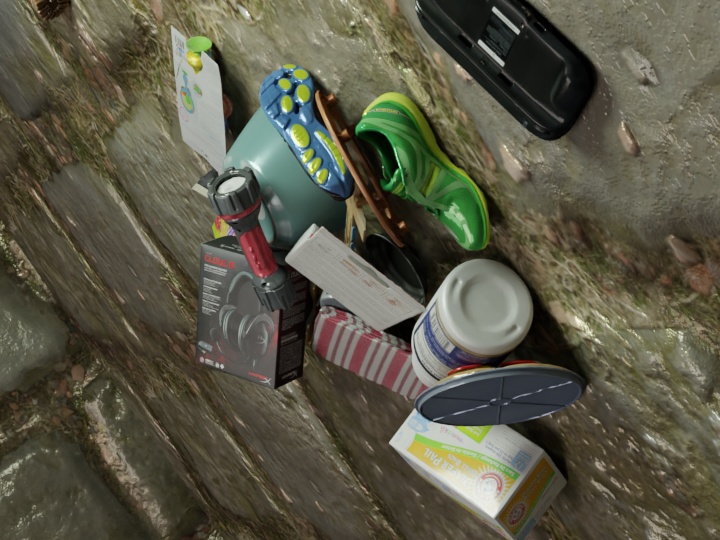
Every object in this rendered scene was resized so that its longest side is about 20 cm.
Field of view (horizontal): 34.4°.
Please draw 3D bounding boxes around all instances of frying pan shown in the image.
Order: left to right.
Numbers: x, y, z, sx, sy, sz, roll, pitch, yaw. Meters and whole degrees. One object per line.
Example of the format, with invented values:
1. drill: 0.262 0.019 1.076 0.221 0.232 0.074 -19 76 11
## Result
1. frying pan: 0.052 0.022 1.522 0.115 0.031 0.191 40 155 33

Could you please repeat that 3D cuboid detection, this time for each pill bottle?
1. pill bottle: 0.122 0.075 1.371 0.111 0.111 0.200 48 156 10

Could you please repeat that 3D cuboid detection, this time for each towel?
1. towel: 0.026 0.117 1.618 0.198 0.030 0.147 25 154 2

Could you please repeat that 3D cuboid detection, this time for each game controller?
1. game controller: 0.129 -0.210 1.070 0.200 0.042 0.105 46 141 14

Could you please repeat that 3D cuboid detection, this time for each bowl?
1. bowl: -0.110 -0.111 1.547 0.200 0.105 0.202 40 154 24

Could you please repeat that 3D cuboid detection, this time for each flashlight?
1. flashlight: -0.133 -0.035 1.487 0.067 0.068 0.202 -1 129 26

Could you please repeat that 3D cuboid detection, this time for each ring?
1. ring: 0.006 -0.119 1.327 0.202 0.019 0.201 59 -171 -15

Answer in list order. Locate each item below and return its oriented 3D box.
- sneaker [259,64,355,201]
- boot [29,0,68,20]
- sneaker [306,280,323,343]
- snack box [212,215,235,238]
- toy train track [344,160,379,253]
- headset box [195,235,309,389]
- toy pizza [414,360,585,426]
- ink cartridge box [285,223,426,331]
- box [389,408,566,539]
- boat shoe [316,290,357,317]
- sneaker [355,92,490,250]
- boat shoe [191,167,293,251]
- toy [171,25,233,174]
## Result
1. sneaker: -0.063 -0.163 1.392 0.201 0.070 0.083 61 176 26
2. boot: -0.518 -0.491 1.814 0.108 0.075 0.201 51 158 16
3. sneaker: -0.075 0.027 1.726 0.090 0.074 0.201 51 152 24
4. snack box: -0.168 -0.001 1.783 0.142 0.052 0.203 136 118 -67
5. toy train track: 0.000 -0.066 1.471 0.201 0.032 0.116 97 159 -55
6. headset box: -0.153 0.047 1.650 0.147 0.077 0.203 15 109 29
7. toy pizza: 0.159 0.138 1.342 0.201 0.197 0.032 113 154 -63
8. ink cartridge box: 0.000 0.000 1.429 0.160 0.050 0.200 37 160 -6
9. box: 0.154 0.252 1.529 0.199 0.113 0.102 29 166 41
10. boat shoe: -0.027 0.048 1.636 0.072 0.069 0.200 9 155 8
11. sneaker: 0.065 -0.097 1.273 0.201 0.083 0.074 52 156 1
12. boat shoe: -0.157 -0.094 1.675 0.199 0.063 0.073 30 165 29
13. toy: -0.211 -0.239 1.628 0.115 0.047 0.202 41 151 32
